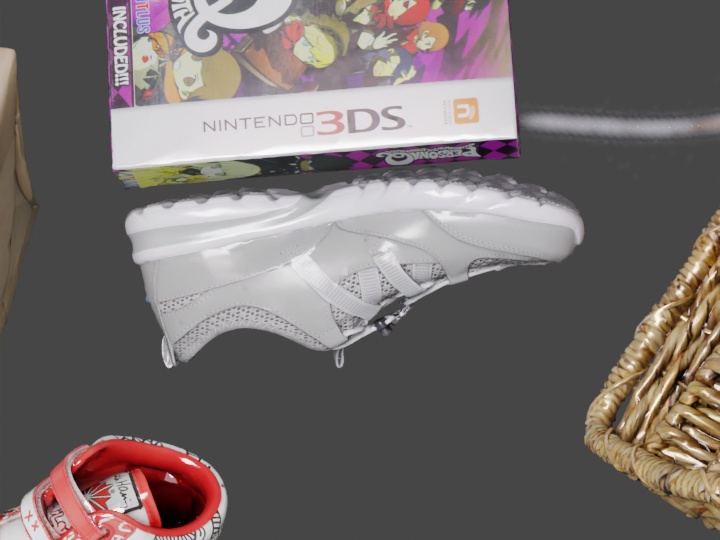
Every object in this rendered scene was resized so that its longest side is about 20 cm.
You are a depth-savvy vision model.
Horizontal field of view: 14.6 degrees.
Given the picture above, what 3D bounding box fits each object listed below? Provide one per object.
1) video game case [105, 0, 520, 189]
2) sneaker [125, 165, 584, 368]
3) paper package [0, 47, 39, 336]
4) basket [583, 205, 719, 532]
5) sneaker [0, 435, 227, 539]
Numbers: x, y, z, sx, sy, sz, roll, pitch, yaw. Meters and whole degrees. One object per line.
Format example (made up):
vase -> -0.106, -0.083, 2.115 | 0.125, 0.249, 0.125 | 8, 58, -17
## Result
video game case -> -0.024, -0.142, 1.252 | 0.181, 0.036, 0.201 | -4, 76, 4
sneaker -> 0.000, 0.000, 1.229 | 0.199, 0.075, 0.082 | -5, 96, 10
paper package -> -0.254, -0.008, 1.187 | 0.199, 0.104, 0.191 | 5, 50, 7
basket -> 0.199, 0.023, 1.164 | 0.149, 0.143, 0.200 | 35, 85, 8
sneaker -> -0.151, 0.118, 1.154 | 0.201, 0.108, 0.067 | -2, 50, -28
